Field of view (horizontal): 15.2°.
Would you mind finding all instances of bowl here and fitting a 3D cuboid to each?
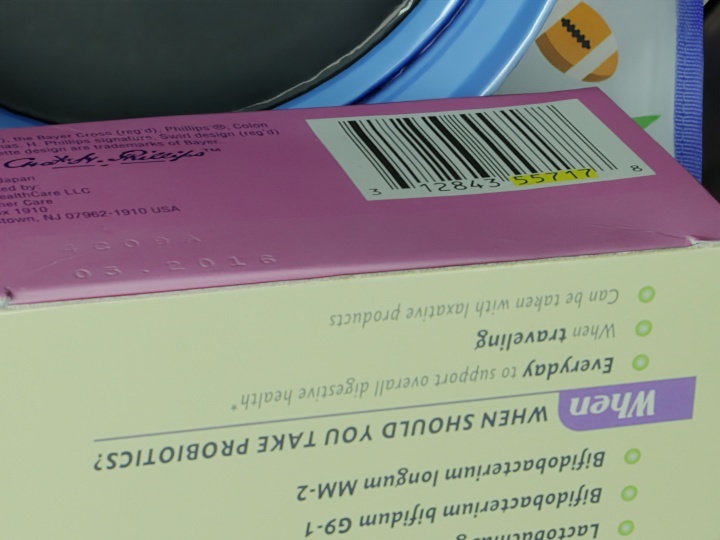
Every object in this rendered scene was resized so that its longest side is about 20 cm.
[{"bbox_3d":[-0.043,-0.103,0.610,0.199,0.039,0.202,-6,116,-12],"label":"bowl"}]

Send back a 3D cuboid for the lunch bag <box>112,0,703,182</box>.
[{"bbox_3d":[0.000,0.000,0.730,0.169,0.124,0.201,6,103,-6],"label":"lunch bag"}]

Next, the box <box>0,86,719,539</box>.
[{"bbox_3d":[-0.015,0.071,0.620,0.175,0.097,0.201,-5,115,-16],"label":"box"}]

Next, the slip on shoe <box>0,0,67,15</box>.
[{"bbox_3d":[-0.041,-0.113,0.668,0.199,0.076,0.061,-10,148,-16],"label":"slip on shoe"}]
